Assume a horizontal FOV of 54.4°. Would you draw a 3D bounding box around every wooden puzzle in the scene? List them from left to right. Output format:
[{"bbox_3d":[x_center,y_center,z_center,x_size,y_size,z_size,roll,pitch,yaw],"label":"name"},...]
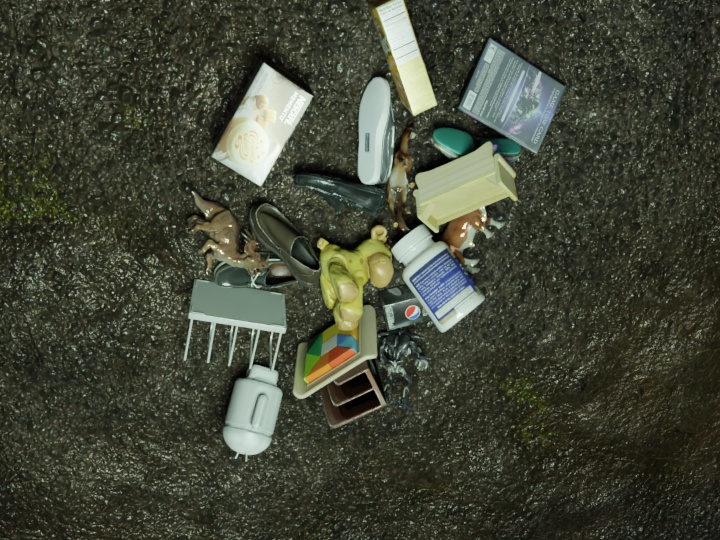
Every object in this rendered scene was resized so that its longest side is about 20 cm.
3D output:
[{"bbox_3d":[-0.057,0.164,1.484,0.197,0.187,0.038,-29,116,15],"label":"wooden puzzle"}]

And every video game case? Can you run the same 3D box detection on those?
[{"bbox_3d":[0.302,-0.344,1.391,0.196,0.019,0.146,24,93,-19],"label":"video game case"}]

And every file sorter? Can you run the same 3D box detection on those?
[{"bbox_3d":[-0.264,0.120,1.472,0.194,0.140,0.127,10,116,-13],"label":"file sorter"}]

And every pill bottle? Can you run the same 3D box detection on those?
[{"bbox_3d":[0.155,0.012,1.449,0.119,0.120,0.202,-37,83,10],"label":"pill bottle"}]

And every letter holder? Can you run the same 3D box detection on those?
[{"bbox_3d":[-0.038,0.223,1.519,0.139,0.201,0.102,-25,117,4],"label":"letter holder"}]

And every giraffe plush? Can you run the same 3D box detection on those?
[{"bbox_3d":[0.000,0.000,1.460,0.158,0.204,0.174,-18,157,-16],"label":"giraffe plush"}]

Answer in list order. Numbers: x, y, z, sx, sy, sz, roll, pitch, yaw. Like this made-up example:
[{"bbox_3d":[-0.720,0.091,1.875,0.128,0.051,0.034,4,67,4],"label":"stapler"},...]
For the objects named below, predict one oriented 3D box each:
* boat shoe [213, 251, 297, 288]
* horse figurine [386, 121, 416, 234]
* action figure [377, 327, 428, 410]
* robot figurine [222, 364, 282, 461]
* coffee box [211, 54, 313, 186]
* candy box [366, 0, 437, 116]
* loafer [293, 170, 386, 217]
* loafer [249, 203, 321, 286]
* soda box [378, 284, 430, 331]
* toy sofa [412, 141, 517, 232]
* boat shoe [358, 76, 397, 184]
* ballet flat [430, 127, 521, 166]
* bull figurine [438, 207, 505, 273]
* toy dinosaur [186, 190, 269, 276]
[{"bbox_3d":[-0.211,0.004,1.466,0.194,0.068,0.074,-6,116,-4],"label":"boat shoe"},{"bbox_3d":[0.083,-0.176,1.409,0.048,0.134,0.204,1,127,-6],"label":"horse figurine"},{"bbox_3d":[0.089,0.208,1.590,0.115,0.102,0.206,4,76,18],"label":"action figure"},{"bbox_3d":[-0.238,0.315,1.548,0.110,0.169,0.206,17,73,-13],"label":"robot figurine"},{"bbox_3d":[-0.186,-0.282,1.327,0.113,0.080,0.202,29,108,-20],"label":"coffee box"},{"bbox_3d":[0.076,-0.402,1.294,0.054,0.116,0.204,-23,117,2],"label":"candy box"},{"bbox_3d":[-0.043,-0.154,1.416,0.195,0.068,0.072,12,104,-18],"label":"loafer"},{"bbox_3d":[-0.142,-0.062,1.412,0.200,0.073,0.071,47,146,-5],"label":"loafer"},{"bbox_3d":[0.142,0.066,1.547,0.194,0.071,0.065,-14,118,-2],"label":"soda box"},{"bbox_3d":[0.206,-0.163,1.390,0.196,0.100,0.082,-22,148,30],"label":"toy sofa"},{"bbox_3d":[0.041,-0.272,1.380,0.067,0.071,0.207,-8,106,-43],"label":"boat shoe"},{"bbox_3d":[0.228,-0.238,1.425,0.194,0.072,0.074,6,114,-13],"label":"ballet flat"},{"bbox_3d":[0.227,-0.090,1.479,0.121,0.064,0.204,37,121,24],"label":"bull figurine"},{"bbox_3d":[-0.271,-0.074,1.413,0.133,0.086,0.205,-22,97,-10],"label":"toy dinosaur"}]
